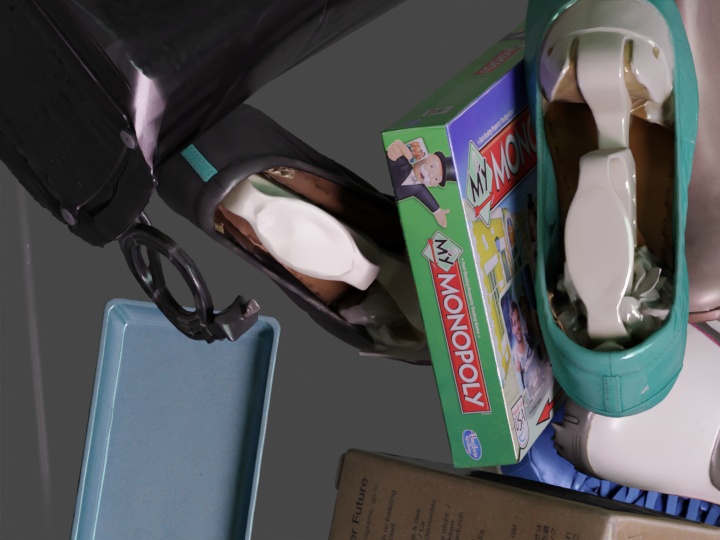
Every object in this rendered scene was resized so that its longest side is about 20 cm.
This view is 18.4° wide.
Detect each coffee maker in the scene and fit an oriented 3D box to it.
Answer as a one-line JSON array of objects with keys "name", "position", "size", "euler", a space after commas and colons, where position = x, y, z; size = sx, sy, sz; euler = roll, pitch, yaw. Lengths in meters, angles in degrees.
[{"name": "coffee maker", "position": [-0.045, -0.107, 0.814], "size": [0.200, 0.135, 0.192], "euler": [-36, 111, -29]}]

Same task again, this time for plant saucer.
[{"name": "plant saucer", "position": [-0.077, 0.113, 0.852], "size": [0.070, 0.019, 0.200], "euler": [7, 82, 5]}]

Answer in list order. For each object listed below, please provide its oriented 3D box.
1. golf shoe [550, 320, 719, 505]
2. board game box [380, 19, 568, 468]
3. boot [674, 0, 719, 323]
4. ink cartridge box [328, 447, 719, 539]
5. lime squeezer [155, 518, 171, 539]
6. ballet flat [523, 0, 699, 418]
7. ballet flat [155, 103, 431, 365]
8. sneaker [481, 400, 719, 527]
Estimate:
[{"name": "golf shoe", "position": [0.168, 0.066, 0.909], "size": [0.200, 0.088, 0.077], "euler": [8, 105, -37]}, {"name": "board game box", "position": [0.067, -0.020, 0.907], "size": [0.200, 0.029, 0.135], "euler": [-43, 124, -61]}, {"name": "boot", "position": [0.134, -0.081, 0.933], "size": [0.070, 0.200, 0.146], "euler": [-3, 112, 5]}, {"name": "ink cartridge box", "position": [0.051, 0.183, 0.894], "size": [0.075, 0.165, 0.200], "euler": [11, 89, -38]}, {"name": "lime squeezer", "position": [-0.071, 0.150, 0.882], "size": [0.071, 0.038, 0.200], "euler": [-9, 98, -32]}, {"name": "ballet flat", "position": [0.096, -0.046, 0.845], "size": [0.067, 0.070, 0.200], "euler": [-3, 74, 6]}, {"name": "ballet flat", "position": [0.000, 0.000, 0.897], "size": [0.200, 0.068, 0.068], "euler": [27, 103, -33]}, {"name": "sneaker", "position": [0.139, 0.109, 0.982], "size": [0.077, 0.111, 0.200], "euler": [-51, 120, -20]}]
